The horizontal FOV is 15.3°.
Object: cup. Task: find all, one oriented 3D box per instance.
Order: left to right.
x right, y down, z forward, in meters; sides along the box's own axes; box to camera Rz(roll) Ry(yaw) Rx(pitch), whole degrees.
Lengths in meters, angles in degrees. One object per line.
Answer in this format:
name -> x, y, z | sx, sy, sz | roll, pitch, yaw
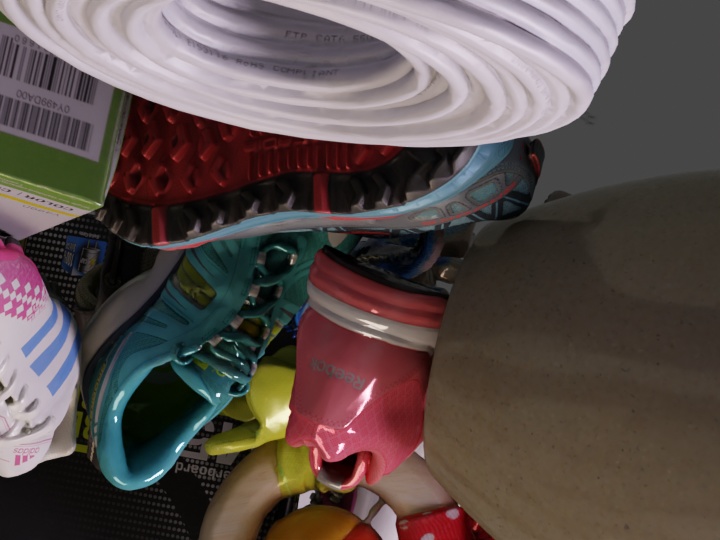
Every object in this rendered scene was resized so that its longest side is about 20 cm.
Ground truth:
cup -> 0.106, 0.045, 1.032 | 0.142, 0.201, 0.200 | 14, 168, 14

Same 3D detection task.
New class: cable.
cable -> -0.016, -0.091, 0.817 | 0.199, 0.070, 0.200 | 7, 167, 17

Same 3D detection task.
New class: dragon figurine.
dragon figurine -> 0.000, 0.000, 1.220 | 0.099, 0.059, 0.200 | 9, 168, 8

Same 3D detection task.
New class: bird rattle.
bird rattle -> 0.003, 0.127, 1.271 | 0.200, 0.163, 0.113 | 38, -175, -5

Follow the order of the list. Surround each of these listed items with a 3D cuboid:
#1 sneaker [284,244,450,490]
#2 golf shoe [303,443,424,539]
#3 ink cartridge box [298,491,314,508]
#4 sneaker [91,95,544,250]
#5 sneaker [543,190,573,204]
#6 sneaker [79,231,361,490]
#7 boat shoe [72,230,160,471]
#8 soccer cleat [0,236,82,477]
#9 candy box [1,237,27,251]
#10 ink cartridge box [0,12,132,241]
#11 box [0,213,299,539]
sneaker -> 0.002, 0.048, 1.101 | 0.073, 0.087, 0.200 | 22, 176, 14
golf shoe -> 0.024, 0.105, 1.381 | 0.091, 0.201, 0.075 | 26, 131, -8
ink cartridge box -> -0.089, 0.088, 1.480 | 0.144, 0.148, 0.200 | 4, 165, 31
sneaker -> -0.020, -0.036, 1.041 | 0.199, 0.080, 0.095 | 3, 167, 35
sneaker -> 0.090, 0.034, 1.196 | 0.075, 0.071, 0.200 | 32, 162, 6
sneaker -> -0.053, 0.017, 1.138 | 0.077, 0.080, 0.200 | 24, 124, -22
boat shoe -> -0.100, 0.016, 1.245 | 0.065, 0.073, 0.201 | 28, 129, 7
soccer cleat -> -0.152, 0.038, 1.100 | 0.069, 0.087, 0.200 | -13, 170, 8
candy box -> -0.248, -0.032, 1.138 | 0.116, 0.057, 0.199 | 19, -168, 36
ink cartridge box -> -0.194, -0.065, 1.072 | 0.147, 0.076, 0.200 | 17, 165, -24
box -> -0.123, 0.073, 1.342 | 0.199, 0.194, 0.048 | 10, 167, 7
